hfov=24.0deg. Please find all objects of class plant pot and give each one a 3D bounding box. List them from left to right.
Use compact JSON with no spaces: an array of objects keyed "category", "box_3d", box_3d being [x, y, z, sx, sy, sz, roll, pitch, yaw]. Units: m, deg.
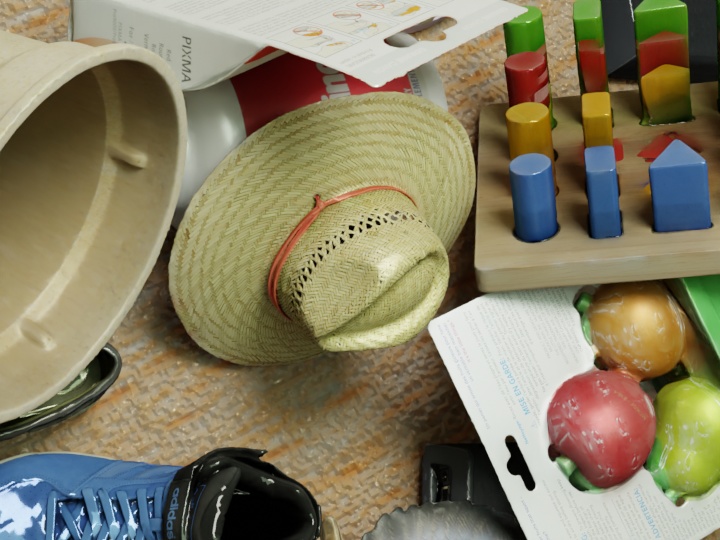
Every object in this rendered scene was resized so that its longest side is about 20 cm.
[{"category":"plant pot","box_3d":[-0.219,-0.053,0.851,0.183,0.201,0.201,27,62,19]}]

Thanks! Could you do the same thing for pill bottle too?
[{"category":"pill bottle","box_3d":[-0.057,-0.078,0.994,0.199,0.112,0.113,-11,82,-28]}]

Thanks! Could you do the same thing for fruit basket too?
[{"category":"fruit basket","box_3d":[0.159,0.075,0.999,0.199,0.094,0.186,-26,87,-15]}]

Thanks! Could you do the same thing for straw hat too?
[{"category":"straw hat","box_3d":[0.000,0.000,0.952,0.200,0.202,0.085,-11,41,-29]}]

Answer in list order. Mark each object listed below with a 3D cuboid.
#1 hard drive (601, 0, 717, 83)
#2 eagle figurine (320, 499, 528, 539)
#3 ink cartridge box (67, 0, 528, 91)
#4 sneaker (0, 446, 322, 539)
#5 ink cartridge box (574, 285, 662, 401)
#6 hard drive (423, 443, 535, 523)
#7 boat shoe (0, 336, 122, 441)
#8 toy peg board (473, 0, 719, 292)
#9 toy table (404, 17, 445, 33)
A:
[{"category":"hard drive","box_3d":[0.219,-0.234,1.212,0.134,0.042,0.201,1,77,-27]},{"category":"eagle figurine","box_3d":[0.026,0.214,0.912,0.151,0.200,0.152,38,103,23]},{"category":"ink cartridge box","box_3d":[-0.033,-0.130,0.928,0.162,0.199,0.050,-33,138,-49]},{"category":"sneaker","box_3d":[-0.118,0.131,0.910,0.199,0.111,0.077,9,73,-24]},{"category":"ink cartridge box","box_3d":[0.239,0.018,1.135,0.199,0.084,0.146,2,77,-26]},{"category":"hard drive","box_3d":[0.107,0.204,1.037,0.134,0.042,0.201,2,77,-27]},{"category":"boat shoe","box_3d":[-0.222,0.066,0.900,0.200,0.066,0.072,-13,84,-29]},{"category":"toy peg board","box_3d":[0.164,-0.089,1.013,0.199,0.199,0.098,-81,163,-56]},{"category":"toy table","box_3d":[0.011,-0.228,1.064,0.199,0.117,0.185,-11,82,-27]}]
